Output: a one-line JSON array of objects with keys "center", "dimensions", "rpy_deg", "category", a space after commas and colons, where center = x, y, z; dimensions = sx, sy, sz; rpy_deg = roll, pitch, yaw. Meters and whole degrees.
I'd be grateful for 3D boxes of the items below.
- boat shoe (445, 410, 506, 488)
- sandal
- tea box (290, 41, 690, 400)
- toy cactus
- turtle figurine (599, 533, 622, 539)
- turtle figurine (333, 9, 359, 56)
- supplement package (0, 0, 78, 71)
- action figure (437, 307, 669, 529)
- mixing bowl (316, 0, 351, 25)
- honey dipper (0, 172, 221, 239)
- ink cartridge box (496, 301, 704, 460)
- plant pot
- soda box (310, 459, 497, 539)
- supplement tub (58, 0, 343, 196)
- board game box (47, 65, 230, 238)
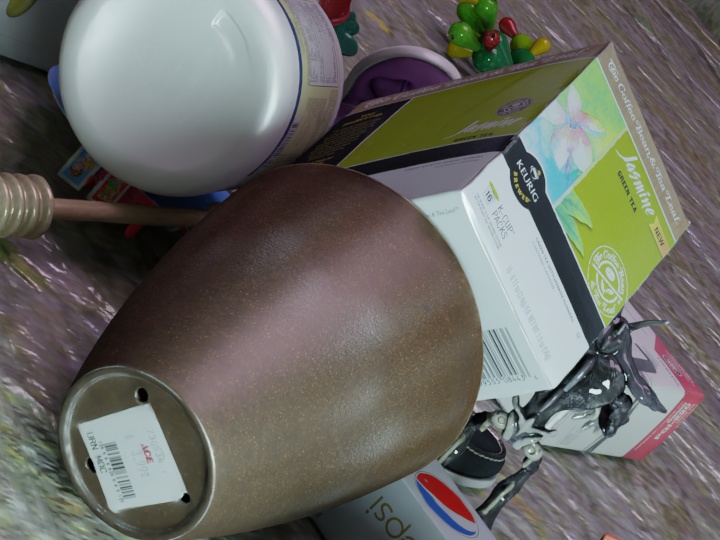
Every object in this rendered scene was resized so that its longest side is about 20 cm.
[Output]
[{"center": [0.034, 0.079, 1.517], "dimensions": [0.200, 0.060, 0.076], "rpy_deg": [32, 21, -35], "category": "boat shoe"}, {"center": [0.011, -0.106, 1.698], "dimensions": [0.082, 0.203, 0.050], "rpy_deg": [23, 63, -21], "category": "sandal"}, {"center": [0.053, -0.021, 1.354], "dimensions": [0.197, 0.200, 0.134], "rpy_deg": [-45, 116, -44], "category": "tea box"}, {"center": [0.165, -0.234, 2.508], "dimensions": [0.165, 0.102, 0.200], "rpy_deg": [59, 12, 12], "category": "toy cactus"}, {"center": [0.207, 0.272, 1.459], "dimensions": [0.200, 0.064, 0.161], "rpy_deg": [49, 23, -16], "category": "turtle figurine"}, {"center": [-0.079, -0.147, 1.703], "dimensions": [0.101, 0.150, 0.200], "rpy_deg": [2, 2, -29], "category": "turtle figurine"}, {"center": [-0.234, -0.228, 1.534], "dimensions": [0.200, 0.111, 0.156], "rpy_deg": [16, 33, -56], "category": "supplement package"}, {"center": [0.113, 0.080, 1.458], "dimensions": [0.119, 0.200, 0.102], "rpy_deg": [42, 15, -7], "category": "action figure"}, {"center": [-0.068, -0.270, 1.579], "dimensions": [0.200, 0.108, 0.200], "rpy_deg": [28, 21, -12], "category": "mixing bowl"}, {"center": [-0.147, -0.036, 1.335], "dimensions": [0.200, 0.038, 0.038], "rpy_deg": [1, 44, -46], "category": "honey dipper"}, {"center": [0.166, 0.066, 1.809], "dimensions": [0.146, 0.085, 0.200], "rpy_deg": [53, 21, 26], "category": "ink cartridge box"}, {"center": [-0.063, 0.061, 1.193], "dimensions": [0.187, 0.187, 0.200], "rpy_deg": [47, 34, 8], "category": "plant pot"}, {"center": [0.048, 0.180, 1.313], "dimensions": [0.200, 0.064, 0.068], "rpy_deg": [53, 19, 24], "category": "soda box"}, {"center": [-0.091, -0.121, 1.411], "dimensions": [0.145, 0.145, 0.200], "rpy_deg": [46, 11, 4], "category": "supplement tub"}, {"center": [-0.137, -0.049, 1.471], "dimensions": [0.200, 0.039, 0.158], "rpy_deg": [41, 11, -21], "category": "board game box"}]
